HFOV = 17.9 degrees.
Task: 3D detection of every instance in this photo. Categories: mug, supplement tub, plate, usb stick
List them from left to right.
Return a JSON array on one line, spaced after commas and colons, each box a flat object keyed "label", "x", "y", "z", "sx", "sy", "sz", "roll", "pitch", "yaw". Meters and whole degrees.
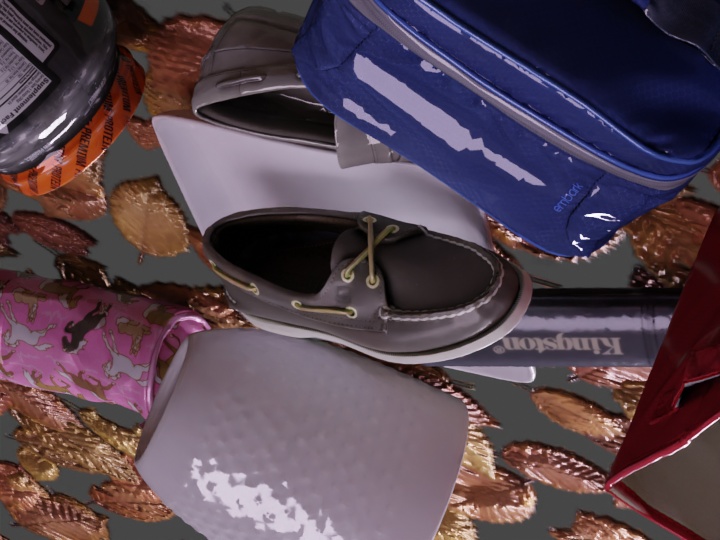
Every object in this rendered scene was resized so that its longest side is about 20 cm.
[{"label": "supplement tub", "x": -0.214, "y": -0.138, "z": 1.200, "sx": 0.123, "sy": 0.123, "sz": 0.200, "roll": -9, "pitch": 135, "yaw": 47}, {"label": "mug", "x": -0.051, "y": 0.121, "z": 1.442, "sx": 0.175, "sy": 0.148, "sz": 0.200, "roll": 24, "pitch": 157, "yaw": -9}, {"label": "plate", "x": -0.002, "y": -0.019, "z": 1.311, "sx": 0.200, "sy": 0.032, "sz": 0.200, "roll": 11, "pitch": 147, "yaw": 24}, {"label": "usb stick", "x": 0.119, "y": 0.031, "z": 1.251, "sx": 0.200, "sy": 0.033, "sz": 0.055, "roll": 0, "pitch": 143, "yaw": 18}]

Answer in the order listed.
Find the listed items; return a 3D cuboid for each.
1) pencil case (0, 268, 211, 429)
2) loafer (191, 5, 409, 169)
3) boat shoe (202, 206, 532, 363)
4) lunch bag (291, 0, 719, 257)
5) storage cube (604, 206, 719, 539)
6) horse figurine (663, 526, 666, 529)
[{"label": "pencil case", "x": -0.198, "y": 0.049, "z": 1.531, "sx": 0.200, "sy": 0.087, "sz": 0.083, "roll": 12, "pitch": 180, "yaw": 25}, {"label": "loafer", "x": 0.010, "y": -0.079, "z": 1.166, "sx": 0.200, "sy": 0.070, "sz": 0.070, "roll": 14, "pitch": 148, "yaw": 22}, {"label": "boat shoe", "x": -0.001, "y": 0.003, "z": 1.240, "sx": 0.202, "sy": 0.072, "sz": 0.060, "roll": 5, "pitch": 149, "yaw": 39}, {"label": "lunch bag", "x": 0.074, "y": -0.117, "z": 0.985, "sx": 0.200, "sy": 0.136, "sz": 0.132, "roll": 32, "pitch": 150, "yaw": -7}, {"label": "storage cube", "x": 0.250, "y": 0.050, "z": 1.066, "sx": 0.200, "sy": 0.180, "sz": 0.171, "roll": 30, "pitch": 151, "yaw": -8}, {"label": "horse figurine", "x": 0.243, "y": 0.128, "z": 1.318, "sx": 0.200, "sy": 0.050, "sz": 0.133, "roll": 37, "pitch": 133, "yaw": -1}]
